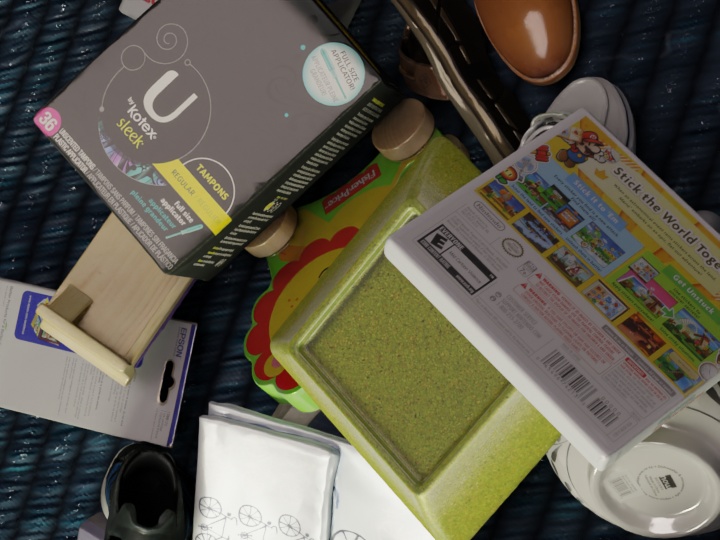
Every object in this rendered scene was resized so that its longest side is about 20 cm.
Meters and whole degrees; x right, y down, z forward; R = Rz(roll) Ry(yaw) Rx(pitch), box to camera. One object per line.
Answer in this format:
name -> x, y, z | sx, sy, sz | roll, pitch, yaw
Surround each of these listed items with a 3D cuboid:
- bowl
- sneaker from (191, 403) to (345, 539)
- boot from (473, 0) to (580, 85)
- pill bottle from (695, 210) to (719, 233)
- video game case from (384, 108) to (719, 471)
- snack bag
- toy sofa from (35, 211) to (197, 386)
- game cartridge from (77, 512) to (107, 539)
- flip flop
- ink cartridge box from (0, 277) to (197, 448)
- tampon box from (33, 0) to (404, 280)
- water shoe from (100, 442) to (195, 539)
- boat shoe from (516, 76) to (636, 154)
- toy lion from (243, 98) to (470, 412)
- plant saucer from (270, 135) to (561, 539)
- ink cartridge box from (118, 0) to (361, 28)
bowl -> 0.198, 0.111, 1.568 | 0.200, 0.094, 0.201 | 7, 130, 8
sneaker -> -0.045, 0.147, 1.748 | 0.084, 0.075, 0.200 | 34, 118, -13
boot -> 0.081, -0.230, 1.678 | 0.073, 0.155, 0.201 | -25, 76, 19
pill bottle -> 0.158, 0.028, 1.645 | 0.199, 0.112, 0.113 | -9, 82, 22
video game case -> 0.145, 0.007, 1.507 | 0.182, 0.023, 0.200 | -34, 67, -29
snack bag -> -0.026, 0.197, 1.698 | 0.199, 0.021, 0.189 | 15, 121, 13
toy sofa -> -0.151, -0.019, 1.781 | 0.083, 0.098, 0.200 | 34, 82, 4
game cartridge -> -0.132, 0.278, 1.757 | 0.200, 0.038, 0.130 | 29, 125, 23
flip flop -> 0.062, -0.141, 1.728 | 0.058, 0.081, 0.201 | -37, 78, 30
ink cartridge box -> -0.212, 0.070, 1.839 | 0.199, 0.039, 0.100 | 13, 89, 25
tampon box -> -0.095, -0.114, 1.666 | 0.200, 0.126, 0.150 | -43, 83, 5
water shoe -> -0.147, 0.161, 1.729 | 0.071, 0.200, 0.079 | 11, 112, -9
boat shoe -> 0.142, -0.076, 1.628 | 0.073, 0.067, 0.200 | -9, 41, 22
toy lion -> 0.000, 0.000, 1.689 | 0.200, 0.069, 0.192 | -35, 40, 14
plant saucer -> 0.046, 0.049, 1.558 | 0.200, 0.048, 0.200 | 47, 112, 20
ink cartridge box -> -0.067, -0.244, 1.781 | 0.145, 0.083, 0.201 | 29, 96, 22
